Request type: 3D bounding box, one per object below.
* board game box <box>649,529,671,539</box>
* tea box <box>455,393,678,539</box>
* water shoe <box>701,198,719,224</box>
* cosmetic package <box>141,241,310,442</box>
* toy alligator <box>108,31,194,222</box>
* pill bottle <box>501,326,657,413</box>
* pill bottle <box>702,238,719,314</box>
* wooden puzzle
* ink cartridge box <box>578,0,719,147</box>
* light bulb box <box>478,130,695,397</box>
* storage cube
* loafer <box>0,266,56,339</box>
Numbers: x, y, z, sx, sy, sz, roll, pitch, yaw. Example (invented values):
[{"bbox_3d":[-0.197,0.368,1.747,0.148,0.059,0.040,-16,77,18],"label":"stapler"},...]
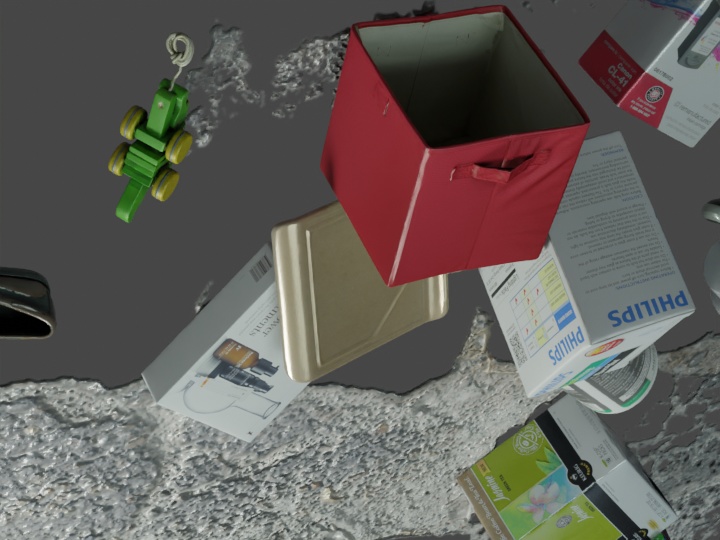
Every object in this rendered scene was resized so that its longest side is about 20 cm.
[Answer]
[{"bbox_3d":[0.347,0.377,2.214,0.135,0.200,0.034,-38,96,6],"label":"board game box"},{"bbox_3d":[0.262,0.289,2.102,0.197,0.134,0.200,-38,139,5],"label":"tea box"},{"bbox_3d":[0.481,-0.093,1.932,0.199,0.071,0.079,-5,105,-27],"label":"water shoe"},{"bbox_3d":[-0.106,0.078,1.728,0.200,0.052,0.151,-46,140,14],"label":"cosmetic package"},{"bbox_3d":[-0.174,-0.131,1.480,0.054,0.059,0.200,-49,166,-58],"label":"toy alligator"},{"bbox_3d":[0.251,0.082,1.907,0.113,0.113,0.200,-43,139,12],"label":"pill bottle"},{"bbox_3d":[0.491,0.032,2.011,0.111,0.111,0.200,-42,139,11],"label":"pill bottle"},{"bbox_3d":[0.000,0.000,1.685,0.199,0.037,0.186,-22,124,-29],"label":"wooden puzzle"},{"bbox_3d":[0.340,-0.240,1.671,0.147,0.086,0.200,20,119,-43],"label":"ink cartridge box"},{"bbox_3d":[0.216,-0.003,1.687,0.124,0.201,0.198,-16,165,-18],"label":"light bulb box"},{"bbox_3d":[0.081,-0.115,1.548,0.170,0.200,0.180,-11,141,-24],"label":"storage cube"},{"bbox_3d":[-0.370,0.033,1.505,0.199,0.063,0.072,-1,130,-31],"label":"loafer"}]
